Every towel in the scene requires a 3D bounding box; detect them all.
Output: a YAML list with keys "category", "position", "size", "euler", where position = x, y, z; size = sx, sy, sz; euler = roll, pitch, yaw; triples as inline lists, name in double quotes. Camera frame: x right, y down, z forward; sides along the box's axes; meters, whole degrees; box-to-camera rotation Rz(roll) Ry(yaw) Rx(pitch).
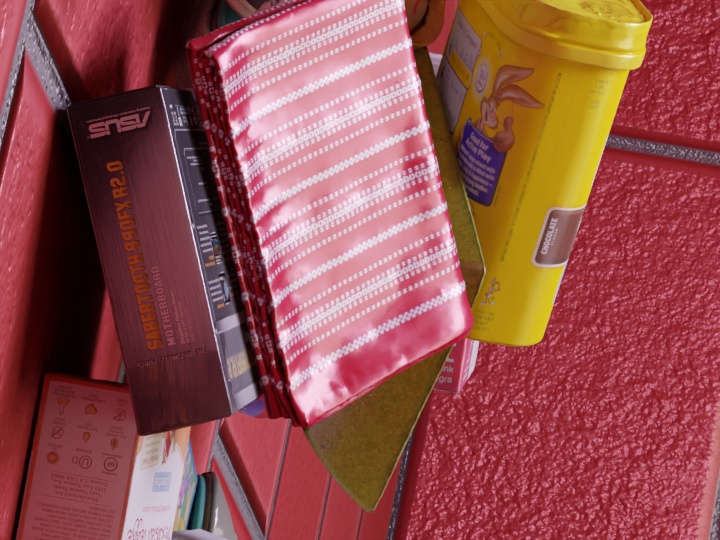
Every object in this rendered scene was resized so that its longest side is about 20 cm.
- category: "towel"
  position: [-0.010, -0.037, 1.464]
  size: [0.144, 0.022, 0.201]
  euler: [-26, 110, -40]

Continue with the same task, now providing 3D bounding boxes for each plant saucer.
- category: "plant saucer"
  position: [0.000, 0.000, 1.688]
  size: [0.201, 0.048, 0.200]
  euler: [-102, -153, -45]

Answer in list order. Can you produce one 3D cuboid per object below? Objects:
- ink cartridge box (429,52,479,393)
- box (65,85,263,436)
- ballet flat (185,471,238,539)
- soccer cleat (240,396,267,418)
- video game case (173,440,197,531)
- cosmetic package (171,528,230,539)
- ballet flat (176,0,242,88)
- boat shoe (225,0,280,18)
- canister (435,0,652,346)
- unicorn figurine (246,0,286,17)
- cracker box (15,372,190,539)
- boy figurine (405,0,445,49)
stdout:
- category: "ink cartridge box"
  position: [0.044, -0.034, 1.845]
  size: [0.145, 0.084, 0.201]
  euler: [-34, 134, -83]
- category: "box"
  position: [-0.088, -0.009, 1.454]
  size: [0.200, 0.048, 0.159]
  euler: [-30, 108, -83]
- category: "ballet flat"
  position: [-0.100, 0.230, 1.868]
  size: [0.067, 0.063, 0.201]
  euler: [-23, -129, 65]
- category: "soccer cleat"
  position: [-0.062, 0.057, 1.755]
  size: [0.068, 0.073, 0.200]
  euler: [-48, -175, -1]
- category: "video game case"
  position: [-0.126, 0.148, 1.748]
  size: [0.200, 0.018, 0.144]
  euler: [87, 14, -63]
- category: "cosmetic package"
  position: [-0.096, 0.207, 1.698]
  size: [0.200, 0.074, 0.102]
  euler: [17, 91, -79]
- category: "ballet flat"
  position: [-0.063, -0.160, 1.650]
  size: [0.064, 0.067, 0.201]
  euler: [-49, -164, 40]
- category: "boat shoe"
  position: [-0.040, -0.229, 1.586]
  size: [0.065, 0.072, 0.201]
  euler: [-23, -126, 47]
- category: "canister"
  position: [0.085, -0.075, 1.673]
  size: [0.149, 0.086, 0.201]
  euler: [-118, -139, -62]
- category: "unicorn figurine"
  position: [-0.031, -0.058, 1.537]
  size: [0.138, 0.074, 0.200]
  euler: [60, -25, 9]
- category: "cracker box"
  position: [-0.136, 0.156, 1.478]
  size: [0.134, 0.057, 0.201]
  euler: [28, 72, -83]
- category: "boy figurine"
  position: [0.012, -0.158, 1.616]
  size: [0.200, 0.064, 0.125]
  euler: [68, 33, -79]
